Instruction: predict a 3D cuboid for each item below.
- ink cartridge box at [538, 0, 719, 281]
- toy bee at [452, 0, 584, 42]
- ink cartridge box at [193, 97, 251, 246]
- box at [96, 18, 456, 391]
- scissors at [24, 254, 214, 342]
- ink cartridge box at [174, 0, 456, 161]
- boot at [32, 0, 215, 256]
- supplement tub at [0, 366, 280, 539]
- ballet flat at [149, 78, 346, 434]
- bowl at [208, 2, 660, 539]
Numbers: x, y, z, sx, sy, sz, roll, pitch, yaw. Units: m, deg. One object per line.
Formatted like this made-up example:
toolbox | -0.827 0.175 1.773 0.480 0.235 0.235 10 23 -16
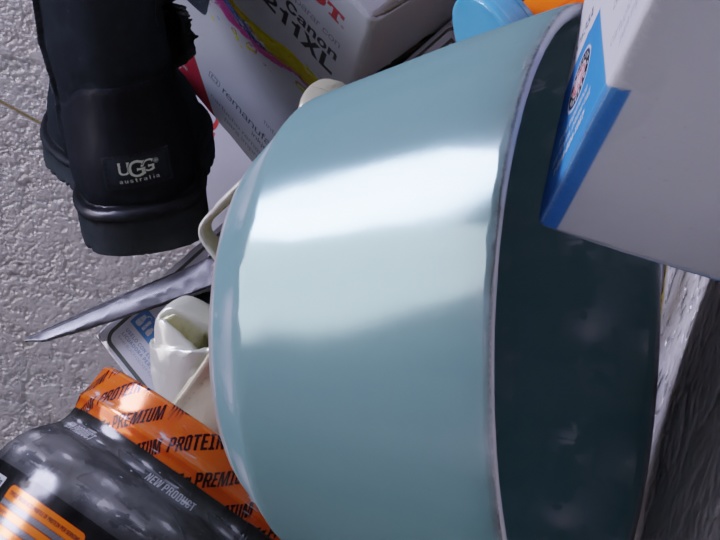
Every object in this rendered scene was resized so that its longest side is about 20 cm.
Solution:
ink cartridge box | 0.122 -0.117 0.763 0.147 0.085 0.201 112 172 -58
toy bee | 0.081 -0.073 0.991 0.200 0.130 0.109 -113 4 -58
ink cartridge box | 0.000 -0.062 1.330 0.084 0.199 0.147 -179 107 -85
box | 0.000 0.000 1.128 0.200 0.060 0.117 -41 -29 -2
scissors | -0.040 -0.010 1.077 0.014 0.199 0.074 46 -139 -61
ink cartridge box | -0.025 -0.132 1.152 0.083 0.146 0.200 -35 -14 -20
boot | -0.104 -0.115 1.137 0.200 0.076 0.169 -113 17 -69
supplement tub | -0.108 0.142 0.944 0.200 0.122 0.123 -54 1 -9
ballet flat | -0.041 0.014 1.020 0.201 0.069 0.070 -59 10 25
bowl | 0.021 0.017 0.843 0.201 0.104 0.202 3 -90 -70
